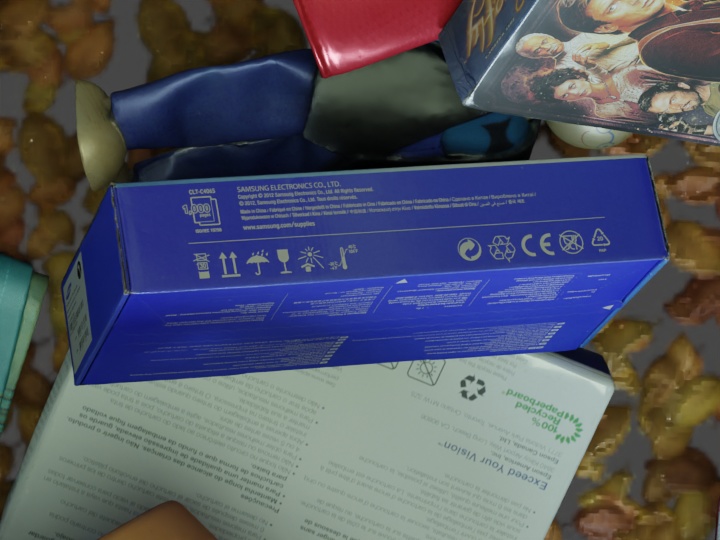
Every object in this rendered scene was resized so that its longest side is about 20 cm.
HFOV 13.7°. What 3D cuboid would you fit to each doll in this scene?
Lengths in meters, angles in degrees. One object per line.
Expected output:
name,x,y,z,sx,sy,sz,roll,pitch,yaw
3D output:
doll,0.004,-0.051,1.072,0.199,0.049,0.137,-11,139,4

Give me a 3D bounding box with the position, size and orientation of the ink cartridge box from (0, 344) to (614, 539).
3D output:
ink cartridge box,-0.030,0.089,1.160,0.199,0.041,0.200,23,102,-8

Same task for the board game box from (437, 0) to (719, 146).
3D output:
board game box,0.131,-0.119,0.967,0.135,0.035,0.200,7,140,-28

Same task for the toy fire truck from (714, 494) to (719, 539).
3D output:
toy fire truck,0.185,0.189,1.114,0.112,0.200,0.168,-12,122,-18

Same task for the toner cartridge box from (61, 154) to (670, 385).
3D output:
toner cartridge box,0.000,0.000,1.068,0.199,0.095,0.043,-4,71,-19

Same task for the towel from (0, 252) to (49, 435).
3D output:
towel,-0.233,0.038,1.148,0.199,0.022,0.147,17,102,-6

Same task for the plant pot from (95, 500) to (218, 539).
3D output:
plant pot,-0.089,0.176,1.074,0.200,0.200,0.140,-31,86,4

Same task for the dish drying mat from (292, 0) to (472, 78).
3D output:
dish drying mat,0.067,-0.134,1.004,0.200,0.018,0.077,-22,111,0
